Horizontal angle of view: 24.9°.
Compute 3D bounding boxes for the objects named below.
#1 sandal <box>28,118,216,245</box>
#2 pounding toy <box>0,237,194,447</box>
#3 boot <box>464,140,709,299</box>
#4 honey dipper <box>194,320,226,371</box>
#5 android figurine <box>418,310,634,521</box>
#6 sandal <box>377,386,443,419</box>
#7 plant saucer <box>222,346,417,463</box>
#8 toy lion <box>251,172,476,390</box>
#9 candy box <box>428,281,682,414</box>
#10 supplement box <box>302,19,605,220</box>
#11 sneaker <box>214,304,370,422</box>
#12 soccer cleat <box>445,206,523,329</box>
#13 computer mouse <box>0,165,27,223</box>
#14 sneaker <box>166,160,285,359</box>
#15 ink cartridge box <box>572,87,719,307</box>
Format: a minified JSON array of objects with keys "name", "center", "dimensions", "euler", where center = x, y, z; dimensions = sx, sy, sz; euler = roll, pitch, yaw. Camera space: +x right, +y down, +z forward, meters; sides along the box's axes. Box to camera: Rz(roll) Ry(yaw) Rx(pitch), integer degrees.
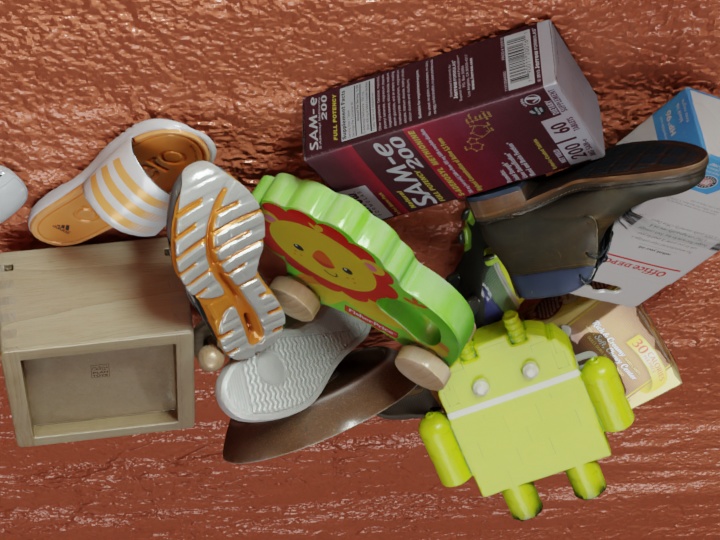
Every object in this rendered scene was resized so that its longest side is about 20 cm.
[{"name":"sandal","center":[-0.189,-0.049,1.289],"dimensions":[0.079,0.059,0.207],"euler":[24,140,-37]},{"name":"pounding toy","center":[-0.244,0.060,1.422],"dimensions":[0.184,0.142,0.200],"euler":[-6,145,-9]},{"name":"boot","center":[0.181,-0.037,1.228],"dimensions":[0.200,0.075,0.097],"euler":[-8,111,38]},{"name":"honey dipper","center":[-0.131,0.067,1.410],"dimensions":[0.038,0.038,0.200],"euler":[0,-178,-4]},{"name":"android figurine","center":[0.142,0.125,1.423],"dimensions":[0.182,0.041,0.200],"euler":[-18,115,9]},{"name":"sandal","center":[0.083,0.098,1.532],"dimensions":[0.200,0.082,0.055],"euler":[-10,171,26]},{"name":"plant saucer","center":[-0.039,0.116,1.482],"dimensions":[0.200,0.035,0.200],"euler":[-23,-172,3]},{"name":"toy lion","center":[0.000,0.000,1.297],"dimensions":[0.200,0.069,0.192],"euler":[28,160,8]},{"name":"candy box","center":[0.171,0.091,1.459],"dimensions":[0.200,0.055,0.116],"euler":[-28,109,13]},{"name":"supplement box","center":[0.068,-0.106,1.211],"dimensions":[0.200,0.061,0.109],"euler":[-15,147,22]},{"name":"sneaker","center":[-0.084,0.089,1.430],"dimensions":[0.118,0.074,0.200],"euler":[-23,-173,39]},{"name":"soccer cleat","center":[0.126,-0.023,1.373],"dimensions":[0.084,0.065,0.200],"euler":[-23,153,-26]},{"name":"computer mouse","center":[-0.365,-0.054,1.285],"dimensions":[0.200,0.044,0.110],"euler":[0,148,-4]},{"name":"sneaker","center":[-0.118,-0.014,1.287],"dimensions":[0.078,0.077,0.200],"euler":[-26,139,-15]},{"name":"ink cartridge box","center":[0.237,-0.052,1.291],"dimensions":[0.116,0.068,0.200],"euler":[13,143,-33]}]
